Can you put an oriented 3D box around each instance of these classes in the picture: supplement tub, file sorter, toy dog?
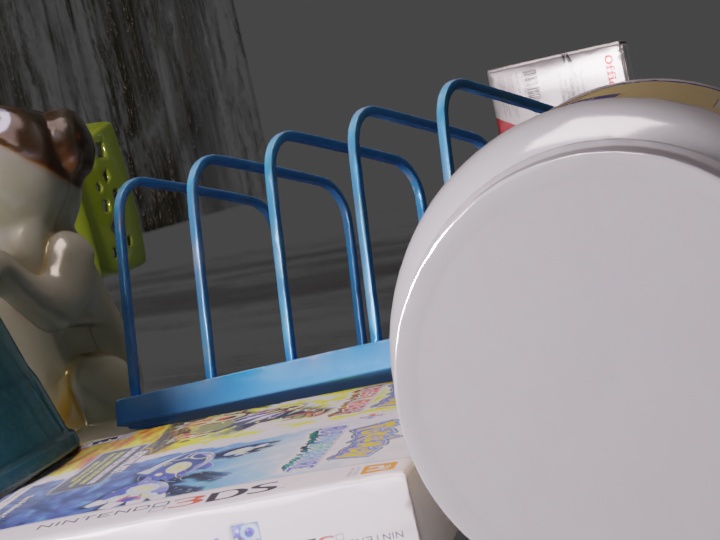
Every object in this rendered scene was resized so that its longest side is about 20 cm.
[{"bbox_3d":[0.088,0.015,0.617,0.144,0.147,0.200,-12,5,14],"label":"supplement tub"},{"bbox_3d":[0.000,0.000,0.904,0.199,0.124,0.138,-14,-13,33],"label":"file sorter"},{"bbox_3d":[-0.186,0.007,1.088,0.139,0.202,0.194,-9,7,32],"label":"toy dog"}]

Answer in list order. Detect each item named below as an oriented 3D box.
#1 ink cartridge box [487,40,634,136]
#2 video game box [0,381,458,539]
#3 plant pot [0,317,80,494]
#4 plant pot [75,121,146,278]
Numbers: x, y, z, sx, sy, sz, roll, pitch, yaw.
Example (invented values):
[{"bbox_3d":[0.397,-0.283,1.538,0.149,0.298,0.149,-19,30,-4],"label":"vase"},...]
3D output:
[{"bbox_3d":[0.297,-0.237,2.782,0.199,0.148,0.083,-10,4,17],"label":"ink cartridge box"},{"bbox_3d":[-0.050,0.089,0.738,0.181,0.047,0.200,-9,6,10],"label":"video game box"},{"bbox_3d":[-0.246,0.033,0.813,0.199,0.189,0.200,-25,2,1],"label":"plant pot"},{"bbox_3d":[-0.408,-0.065,2.479,0.199,0.200,0.182,-11,11,14],"label":"plant pot"}]
